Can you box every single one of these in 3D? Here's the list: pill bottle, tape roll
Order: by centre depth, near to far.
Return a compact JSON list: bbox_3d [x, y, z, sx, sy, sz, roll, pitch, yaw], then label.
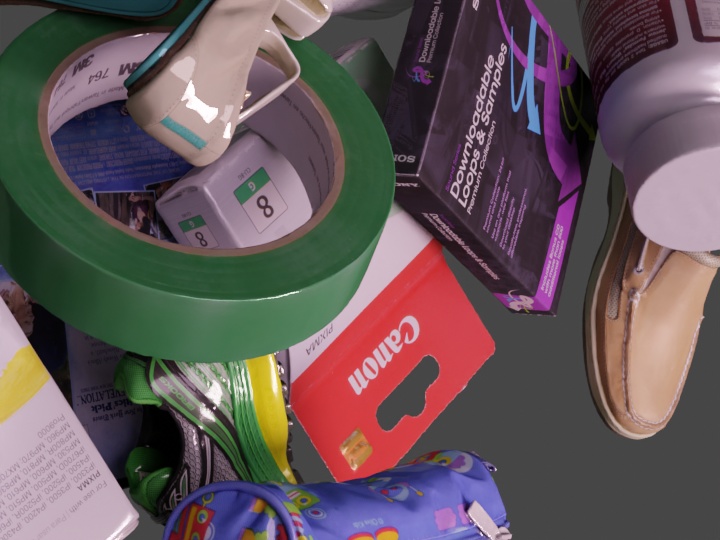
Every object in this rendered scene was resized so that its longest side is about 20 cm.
[{"bbox_3d":[-0.084,-0.049,0.991,0.199,0.048,0.201,11,47,-12],"label":"tape roll"},{"bbox_3d":[0.186,-0.117,1.192,0.109,0.109,0.201,22,45,-31],"label":"pill bottle"}]

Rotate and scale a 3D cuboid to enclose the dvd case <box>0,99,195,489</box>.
[{"bbox_3d":[-0.128,0.010,1.049,0.142,0.017,0.202,-10,89,-37],"label":"dvd case"}]

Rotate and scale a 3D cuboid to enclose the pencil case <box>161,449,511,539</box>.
[{"bbox_3d":[-0.003,0.130,0.967,0.199,0.086,0.079,0,86,-55],"label":"pencil case"}]

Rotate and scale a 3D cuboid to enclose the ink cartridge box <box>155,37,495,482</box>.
[{"bbox_3d":[0.000,0.000,1.112,0.161,0.050,0.201,-45,107,-41],"label":"ink cartridge box"}]

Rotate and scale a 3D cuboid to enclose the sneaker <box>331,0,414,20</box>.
[{"bbox_3d":[-0.029,-0.163,1.101,0.199,0.088,0.076,-16,95,-35],"label":"sneaker"}]

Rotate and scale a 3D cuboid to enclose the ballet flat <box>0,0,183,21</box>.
[{"bbox_3d":[-0.177,-0.165,0.997,0.198,0.068,0.073,5,35,-5],"label":"ballet flat"}]

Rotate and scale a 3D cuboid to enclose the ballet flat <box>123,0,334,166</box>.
[{"bbox_3d":[-0.050,-0.123,1.001,0.070,0.069,0.201,48,46,-20],"label":"ballet flat"}]

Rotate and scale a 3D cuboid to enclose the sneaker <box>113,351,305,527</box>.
[{"bbox_3d":[-0.075,0.112,1.029,0.085,0.078,0.201,-23,114,-23],"label":"sneaker"}]

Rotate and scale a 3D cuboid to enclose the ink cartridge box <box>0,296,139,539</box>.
[{"bbox_3d":[-0.205,0.055,0.910,0.083,0.145,0.201,-39,106,-32],"label":"ink cartridge box"}]

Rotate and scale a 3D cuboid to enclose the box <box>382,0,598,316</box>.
[{"bbox_3d":[0.075,-0.077,1.145,0.200,0.036,0.144,39,60,-54],"label":"box"}]

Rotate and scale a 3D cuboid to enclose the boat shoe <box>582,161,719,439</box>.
[{"bbox_3d":[0.182,-0.001,1.237,0.071,0.076,0.202,12,77,-34],"label":"boat shoe"}]
